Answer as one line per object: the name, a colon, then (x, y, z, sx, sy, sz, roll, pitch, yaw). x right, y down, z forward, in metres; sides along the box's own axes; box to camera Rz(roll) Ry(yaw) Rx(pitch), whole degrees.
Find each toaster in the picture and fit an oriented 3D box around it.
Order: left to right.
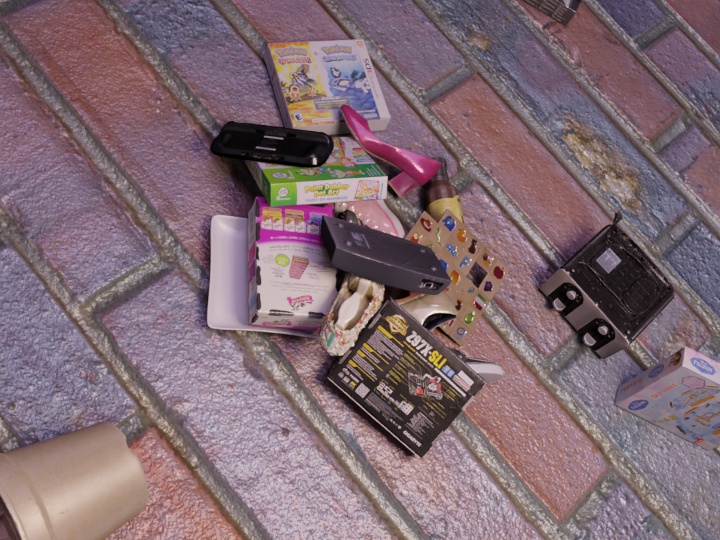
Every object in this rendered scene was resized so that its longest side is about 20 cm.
toaster: (0.446, 0.031, 1.601, 0.200, 0.119, 0.181, -38, 82, -30)

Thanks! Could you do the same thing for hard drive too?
hard drive: (0.035, -0.022, 1.392, 0.198, 0.043, 0.135, 16, 22, -21)

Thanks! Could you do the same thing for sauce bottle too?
sauce bottle: (0.150, -0.109, 1.594, 0.064, 0.065, 0.202, 1, 67, -19)

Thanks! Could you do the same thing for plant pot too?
plant pot: (-0.384, 0.293, 1.146, 0.183, 0.201, 0.201, -23, 74, -39)

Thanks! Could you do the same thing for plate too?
plate: (-0.150, 0.014, 1.444, 0.197, 0.032, 0.202, 6, 64, -17)

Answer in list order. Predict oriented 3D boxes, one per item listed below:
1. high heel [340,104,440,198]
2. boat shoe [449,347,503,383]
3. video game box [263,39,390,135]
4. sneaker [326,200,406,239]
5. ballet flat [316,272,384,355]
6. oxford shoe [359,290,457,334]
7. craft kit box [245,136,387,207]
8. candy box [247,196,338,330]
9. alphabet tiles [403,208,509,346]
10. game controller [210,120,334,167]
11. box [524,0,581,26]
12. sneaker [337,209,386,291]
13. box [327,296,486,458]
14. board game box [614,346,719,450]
high heel: (0.051, -0.231, 1.579, 0.096, 0.067, 0.201, -37, 93, 7)
boat shoe: (0.140, 0.154, 1.462, 0.198, 0.069, 0.057, 3, 64, -16)
video game box: (-0.061, -0.339, 1.642, 0.198, 0.047, 0.184, -9, 66, -24)
sneaker: (-0.001, -0.085, 1.521, 0.104, 0.076, 0.201, -12, 62, -29)
ballet flat: (-0.005, 0.046, 1.357, 0.075, 0.064, 0.201, 24, 48, 2)
oxford shoe: (0.062, 0.091, 1.430, 0.199, 0.071, 0.074, -31, 57, -4)
craft kit box: (-0.078, -0.168, 1.481, 0.195, 0.049, 0.200, -8, 29, -17)
candy box: (-0.108, -0.010, 1.416, 0.135, 0.061, 0.202, 6, 63, -20)
alphabet tiles: (0.148, 0.002, 1.514, 0.200, 0.008, 0.168, 42, 71, -19)
game controller: (-0.146, -0.207, 1.474, 0.198, 0.042, 0.105, 8, 42, 11)
box: (0.402, -0.652, 1.960, 0.199, 0.050, 0.159, 30, 59, -4)
sneaker: (0.000, 0.000, 1.478, 0.090, 0.066, 0.202, -1, 82, -31)
box: (0.071, 0.167, 1.389, 0.200, 0.049, 0.160, 40, 92, -1)
board game box: (0.572, 0.222, 1.508, 0.198, 0.200, 0.041, 26, 57, -7)
